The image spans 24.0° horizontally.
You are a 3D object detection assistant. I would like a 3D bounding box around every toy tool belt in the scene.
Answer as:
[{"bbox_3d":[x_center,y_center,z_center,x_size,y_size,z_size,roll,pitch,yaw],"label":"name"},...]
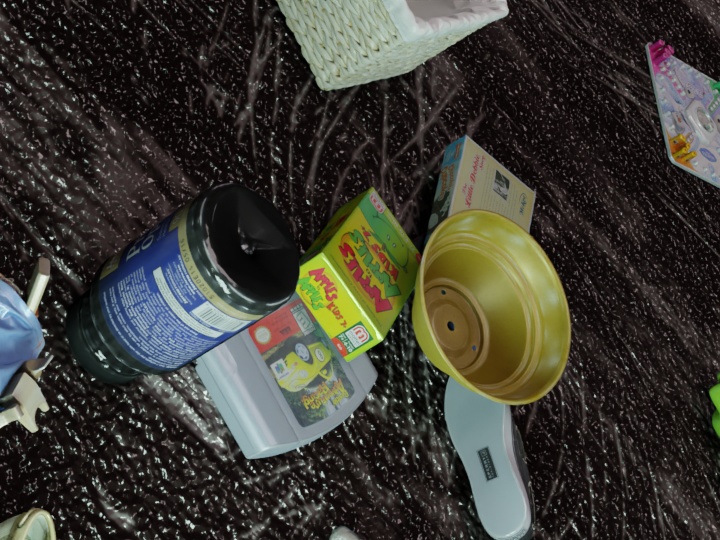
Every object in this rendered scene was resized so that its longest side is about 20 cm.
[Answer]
[{"bbox_3d":[-0.293,0.082,1.254,0.125,0.122,0.201,39,42,-24],"label":"toy tool belt"}]

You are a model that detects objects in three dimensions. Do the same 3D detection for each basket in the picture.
[{"bbox_3d":[0.020,-0.318,1.842,0.199,0.160,0.200,-22,83,-53],"label":"basket"}]

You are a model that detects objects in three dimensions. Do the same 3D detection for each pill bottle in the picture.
[{"bbox_3d":[-0.152,0.018,1.393,0.111,0.199,0.113,28,47,-35],"label":"pill bottle"}]

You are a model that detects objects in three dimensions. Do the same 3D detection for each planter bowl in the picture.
[{"bbox_3d":[0.112,0.046,1.702,0.199,0.083,0.203,16,64,-34],"label":"planter bowl"}]

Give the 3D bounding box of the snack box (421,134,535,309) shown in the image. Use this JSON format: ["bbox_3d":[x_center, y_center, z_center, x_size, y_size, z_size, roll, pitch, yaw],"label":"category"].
[{"bbox_3d":[0.128,-0.039,1.839,0.116,0.037,0.201,37,45,-25],"label":"snack box"}]

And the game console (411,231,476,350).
[{"bbox_3d":[0.132,0.040,1.843,0.176,0.031,0.201,-29,89,-53],"label":"game console"}]

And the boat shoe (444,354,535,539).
[{"bbox_3d":[0.140,0.186,1.732,0.066,0.069,0.202,44,25,-58],"label":"boat shoe"}]

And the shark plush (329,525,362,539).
[{"bbox_3d":[0.042,0.317,1.534,0.200,0.091,0.083,41,11,-16],"label":"shark plush"}]

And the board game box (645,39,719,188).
[{"bbox_3d":[0.493,-0.216,2.426,0.199,0.026,0.202,20,53,-40],"label":"board game box"}]

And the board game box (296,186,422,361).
[{"bbox_3d":[0.000,0.000,1.665,0.102,0.047,0.200,55,23,-9],"label":"board game box"}]

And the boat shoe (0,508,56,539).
[{"bbox_3d":[-0.248,0.275,1.228,0.073,0.063,0.202,23,50,-38],"label":"boat shoe"}]

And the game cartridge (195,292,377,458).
[{"bbox_3d":[-0.064,0.093,1.582,0.200,0.041,0.134,-31,95,-53],"label":"game cartridge"}]

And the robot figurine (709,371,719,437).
[{"bbox_3d":[0.516,0.208,2.099,0.201,0.115,0.175,55,33,-6],"label":"robot figurine"}]
